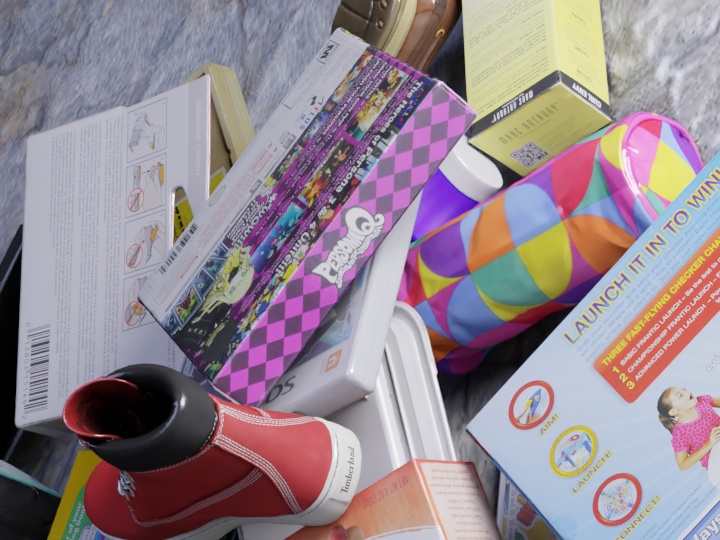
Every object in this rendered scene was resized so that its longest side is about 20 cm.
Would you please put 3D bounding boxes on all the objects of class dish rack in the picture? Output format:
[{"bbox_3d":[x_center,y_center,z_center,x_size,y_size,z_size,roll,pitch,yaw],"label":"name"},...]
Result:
[{"bbox_3d":[-0.015,0.132,1.358,0.171,0.043,0.201,-35,60,40],"label":"dish rack"}]

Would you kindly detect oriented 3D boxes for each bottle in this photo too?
[{"bbox_3d":[0.000,0.000,1.464,0.200,0.083,0.065,-45,32,21],"label":"bottle"}]

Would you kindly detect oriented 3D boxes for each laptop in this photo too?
[{"bbox_3d":[-0.271,0.040,1.758,0.199,0.103,0.178,17,78,55],"label":"laptop"}]

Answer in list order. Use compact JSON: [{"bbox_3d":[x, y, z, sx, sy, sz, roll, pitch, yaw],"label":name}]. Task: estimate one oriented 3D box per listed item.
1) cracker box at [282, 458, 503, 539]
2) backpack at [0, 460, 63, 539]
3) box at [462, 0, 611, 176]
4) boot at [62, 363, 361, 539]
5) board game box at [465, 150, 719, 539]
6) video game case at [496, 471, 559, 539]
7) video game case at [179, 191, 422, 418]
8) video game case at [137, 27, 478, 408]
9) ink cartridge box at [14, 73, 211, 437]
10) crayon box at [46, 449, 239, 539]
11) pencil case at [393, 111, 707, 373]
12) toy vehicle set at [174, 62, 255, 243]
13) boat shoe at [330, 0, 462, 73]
[{"bbox_3d":[0.027,0.213,1.233,0.134,0.057,0.201,-35,65,31],"label":"cracker box"},{"bbox_3d":[-0.294,0.190,1.589,0.153,0.199,0.177,10,74,54],"label":"backpack"},{"bbox_3d":[0.102,-0.158,1.485,0.075,0.050,0.201,-33,43,33],"label":"box"},{"bbox_3d":[-0.115,0.091,1.264,0.199,0.144,0.073,-15,60,49],"label":"boot"},{"bbox_3d":[0.176,0.068,1.178,0.200,0.056,0.196,-47,42,5],"label":"board game box"},{"bbox_3d":[0.138,0.128,1.248,0.181,0.023,0.201,-23,48,40],"label":"video game case"},{"bbox_3d":[-0.038,0.014,1.387,0.182,0.023,0.201,-30,34,42],"label":"video game case"},{"bbox_3d":[-0.035,-0.033,1.365,0.201,0.036,0.181,-53,23,0],"label":"video game case"},{"bbox_3d":[-0.145,-0.007,1.577,0.175,0.045,0.202,-14,68,38],"label":"ink cartridge box"},{"bbox_3d":[-0.140,0.215,1.501,0.172,0.058,0.201,-1,65,52],"label":"crayon box"},{"bbox_3d":[0.105,-0.013,1.346,0.199,0.088,0.089,-27,45,38],"label":"pencil case"},{"bbox_3d":[-0.105,-0.018,1.603,0.124,0.026,0.201,-34,61,32],"label":"toy vehicle set"},{"bbox_3d":[0.001,-0.103,1.558,0.201,0.067,0.072,-60,40,30],"label":"boat shoe"}]
